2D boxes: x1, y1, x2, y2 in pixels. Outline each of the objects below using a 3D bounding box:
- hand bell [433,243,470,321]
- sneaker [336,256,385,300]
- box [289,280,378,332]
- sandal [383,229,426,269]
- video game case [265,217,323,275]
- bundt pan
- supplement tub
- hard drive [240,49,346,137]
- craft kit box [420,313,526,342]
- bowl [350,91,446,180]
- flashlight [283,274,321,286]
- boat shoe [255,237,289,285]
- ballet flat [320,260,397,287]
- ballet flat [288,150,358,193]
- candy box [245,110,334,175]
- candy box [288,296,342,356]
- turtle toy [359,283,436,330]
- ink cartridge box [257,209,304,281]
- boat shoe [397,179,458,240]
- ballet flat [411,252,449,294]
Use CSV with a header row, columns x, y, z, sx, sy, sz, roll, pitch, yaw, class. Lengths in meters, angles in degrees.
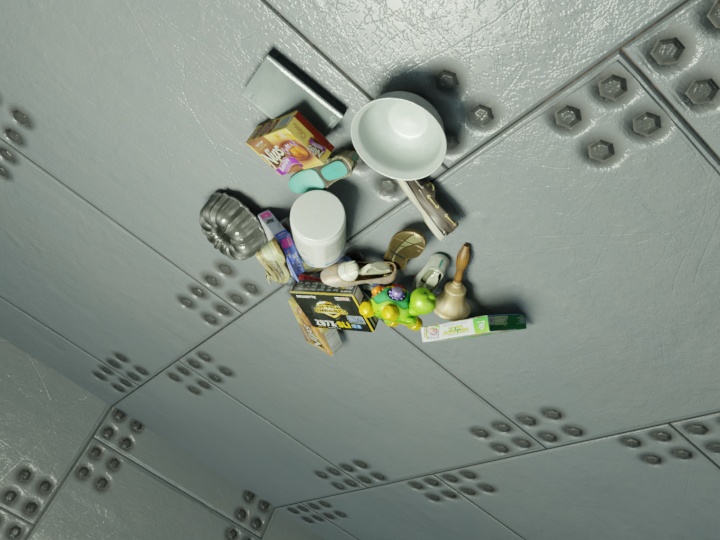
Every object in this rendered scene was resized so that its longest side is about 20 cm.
x,y,z,sx,sy,sz,roll,pitch,yaw,class
0.244,0.017,1.651,0.104,0.104,0.201,17,128,9,hand bell
0.013,0.032,1.785,0.200,0.082,0.074,52,156,-18,sneaker
-0.069,0.095,1.780,0.199,0.049,0.160,2,142,30,box
0.110,-0.060,1.644,0.080,0.054,0.200,32,156,-1,sandal
-0.200,-0.049,1.839,0.200,0.023,0.182,-24,122,42,video game case
-0.349,-0.105,1.767,0.201,0.076,0.202,28,146,21,bundt pan
-0.099,-0.096,1.599,0.131,0.132,0.200,21,162,4,supplement tub
-0.144,-0.363,1.435,0.200,0.033,0.139,36,140,-15,hard drive
0.289,0.146,1.697,0.197,0.049,0.200,-12,171,40,craft kit box
0.088,-0.288,1.353,0.200,0.091,0.202,15,140,13,bowl
-0.125,0.035,1.832,0.199,0.068,0.068,15,123,-7,flashlight
-0.218,-0.016,1.627,0.073,0.062,0.200,58,168,22,boat shoe
0.000,0.000,1.668,0.199,0.068,0.067,-5,159,-18,ballet flat
-0.078,-0.228,1.524,0.199,0.075,0.068,-15,116,43,ballet flat
-0.159,-0.278,1.472,0.117,0.057,0.200,42,157,-28,candy box
-0.133,0.158,1.991,0.115,0.055,0.200,24,148,36,candy box
0.103,0.088,1.683,0.199,0.102,0.146,5,166,41,turtle toy
-0.196,-0.064,1.676,0.200,0.042,0.120,49,162,55,ink cartridge box
0.147,-0.161,1.494,0.059,0.072,0.200,-36,105,4,boat shoe
0.172,0.033,1.703,0.069,0.070,0.200,24,142,1,ballet flat
